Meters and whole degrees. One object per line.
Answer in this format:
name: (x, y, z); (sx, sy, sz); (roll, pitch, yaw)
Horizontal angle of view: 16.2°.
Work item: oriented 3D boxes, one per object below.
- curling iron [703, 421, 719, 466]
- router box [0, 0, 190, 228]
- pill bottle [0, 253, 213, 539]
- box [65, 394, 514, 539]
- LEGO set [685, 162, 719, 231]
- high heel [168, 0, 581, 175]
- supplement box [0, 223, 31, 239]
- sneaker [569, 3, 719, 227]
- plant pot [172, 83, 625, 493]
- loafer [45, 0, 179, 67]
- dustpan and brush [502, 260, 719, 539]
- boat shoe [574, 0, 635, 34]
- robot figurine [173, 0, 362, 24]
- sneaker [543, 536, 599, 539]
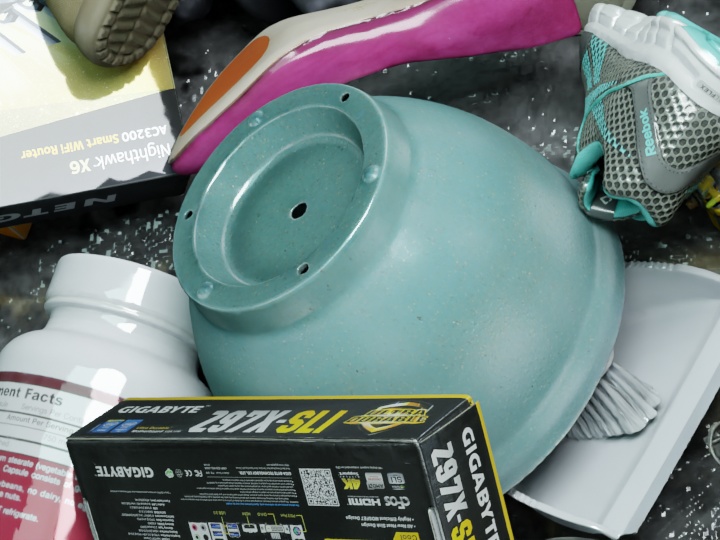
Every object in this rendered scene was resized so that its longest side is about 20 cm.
curling iron: (0.181, 0.001, 1.098); (0.049, 0.026, 0.201); (5, 91, 4)
router box: (-0.195, -0.100, 1.233); (0.199, 0.052, 0.158); (-11, 81, -11)
pill bottle: (-0.132, 0.101, 1.195); (0.112, 0.113, 0.201); (11, 74, 21)
box: (-0.023, 0.135, 1.083); (0.199, 0.049, 0.160); (-3, 111, 39)
LEGO set: (0.237, -0.034, 1.121); (0.153, 0.116, 0.200); (-34, 64, 4)
high heel: (0.005, -0.088, 1.188); (0.200, 0.096, 0.067); (-38, 19, 17)
supplement box: (-0.206, -0.131, 1.324); (0.125, 0.074, 0.201); (13, 75, 20)
sneaker: (0.122, -0.066, 1.138); (0.077, 0.200, 0.091); (32, 92, -5)
plant pot: (0.000, 0.000, 1.138); (0.200, 0.134, 0.201); (-24, 44, 26)
loafer: (-0.094, -0.195, 1.182); (0.067, 0.076, 0.201); (31, 93, 22)
dustpan and brush: (0.070, 0.046, 1.174); (0.200, 0.057, 0.140); (2, 52, 50)
boat shoe: (0.122, -0.181, 1.178); (0.071, 0.200, 0.060); (5, 66, -11)
robot figurine: (-0.039, -0.205, 1.272); (0.150, 0.125, 0.200); (-23, 62, -24)
sneaker: (0.056, 0.157, 1.111); (0.199, 0.116, 0.075); (-21, 67, 9)
